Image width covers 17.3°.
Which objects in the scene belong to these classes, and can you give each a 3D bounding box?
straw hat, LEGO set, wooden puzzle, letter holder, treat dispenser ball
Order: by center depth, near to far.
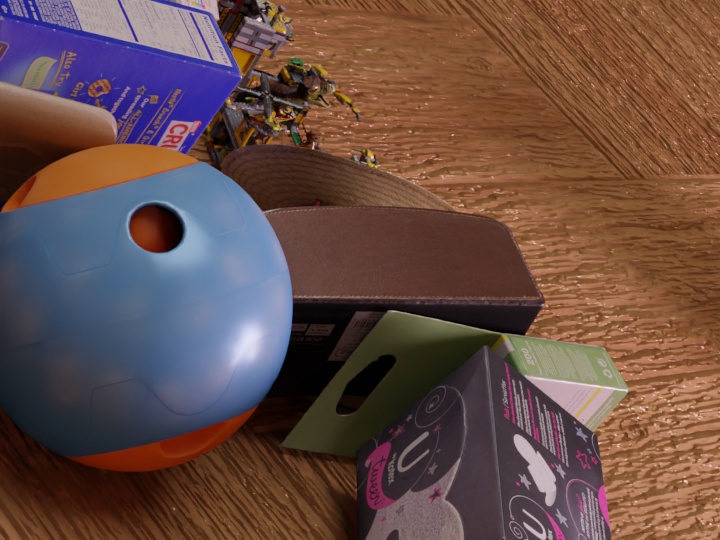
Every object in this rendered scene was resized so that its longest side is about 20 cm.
[{"bbox_3d":[-0.141,0.023,1.458,0.200,0.201,0.201,26,28,-15],"label":"treat dispenser ball"},{"bbox_3d":[-0.279,-0.089,1.499,0.184,0.200,0.047,12,66,-35],"label":"wooden puzzle"},{"bbox_3d":[0.000,0.000,1.616,0.199,0.101,0.143,1,48,-29],"label":"letter holder"},{"bbox_3d":[-0.021,-0.013,1.766,0.200,0.201,0.086,24,71,-19],"label":"straw hat"},{"bbox_3d":[-0.058,-0.146,1.912,0.153,0.116,0.201,21,30,-24],"label":"LEGO set"}]

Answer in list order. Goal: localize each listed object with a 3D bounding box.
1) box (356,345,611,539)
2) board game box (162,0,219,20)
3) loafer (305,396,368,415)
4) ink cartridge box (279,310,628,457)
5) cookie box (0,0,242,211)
[{"bbox_3d":[0.076,0.170,1.511,0.115,0.132,0.201,40,25,-23],"label":"box"},{"bbox_3d":[-0.187,-0.197,1.768,0.200,0.133,0.035,-28,108,-84],"label":"board game box"},{"bbox_3d":[-0.028,0.053,1.684,0.199,0.063,0.072,23,28,-21],"label":"loafer"},{"bbox_3d":[0.066,0.102,1.616,0.199,0.146,0.048,9,41,-39],"label":"ink cartridge box"},{"bbox_3d":[-0.212,-0.118,1.642,0.199,0.171,0.076,11,42,-39],"label":"cookie box"}]
